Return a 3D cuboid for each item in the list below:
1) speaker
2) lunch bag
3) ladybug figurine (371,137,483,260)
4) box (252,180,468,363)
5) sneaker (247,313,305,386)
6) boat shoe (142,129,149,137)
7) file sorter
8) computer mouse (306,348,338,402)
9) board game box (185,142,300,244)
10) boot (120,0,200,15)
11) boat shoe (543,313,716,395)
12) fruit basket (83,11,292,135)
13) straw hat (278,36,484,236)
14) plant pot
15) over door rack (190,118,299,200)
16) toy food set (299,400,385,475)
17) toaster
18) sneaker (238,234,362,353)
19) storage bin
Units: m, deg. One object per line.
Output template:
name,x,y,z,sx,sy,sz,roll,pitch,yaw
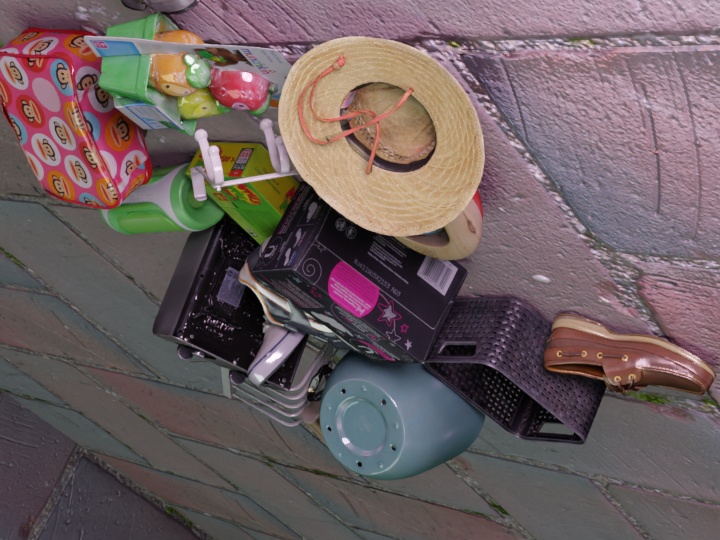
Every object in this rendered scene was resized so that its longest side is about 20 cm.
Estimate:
speaker,-0.251,-0.089,1.744,0.088,0.089,0.199,40,156,-33
lunch bag,-0.336,-0.171,1.571,0.175,0.082,0.202,10,129,35
ladybug figurine,0.064,-0.081,1.403,0.134,0.072,0.200,17,157,26
box,0.000,0.000,1.589,0.199,0.133,0.114,36,161,-25
sneaker,-0.093,0.054,1.737,0.070,0.201,0.073,35,151,-1
boat shoe,-0.301,-0.158,1.673,0.071,0.060,0.200,30,159,-8
file sorter,-0.112,0.121,1.986,0.124,0.140,0.200,28,160,7
computer mouse,-0.039,0.098,1.850,0.034,0.059,0.201,9,122,-23
board game box,-0.106,-0.075,1.656,0.101,0.048,0.200,6,152,41
boot,-0.180,-0.282,1.244,0.199,0.070,0.132,22,165,44
boat shoe,0.302,0.110,1.581,0.198,0.068,0.072,16,157,26
fruit basket,-0.148,-0.183,1.363,0.198,0.095,0.185,11,171,15
straw hat,0.032,-0.139,1.271,0.199,0.085,0.203,11,121,19
plant pot,0.039,0.177,1.785,0.199,0.203,0.161,15,-160,28
over door rack,-0.096,-0.118,1.413,0.146,0.068,0.200,-9,-179,-12
toy food set,0.005,0.211,2.052,0.060,0.144,0.200,38,169,37
toaster,-0.154,0.037,1.805,0.180,0.202,0.118,27,164,-25
sneaker,-0.058,0.038,1.675,0.200,0.079,0.079,41,130,-19
storage bin,0.193,0.123,1.708,0.200,0.094,0.135,39,156,-29
